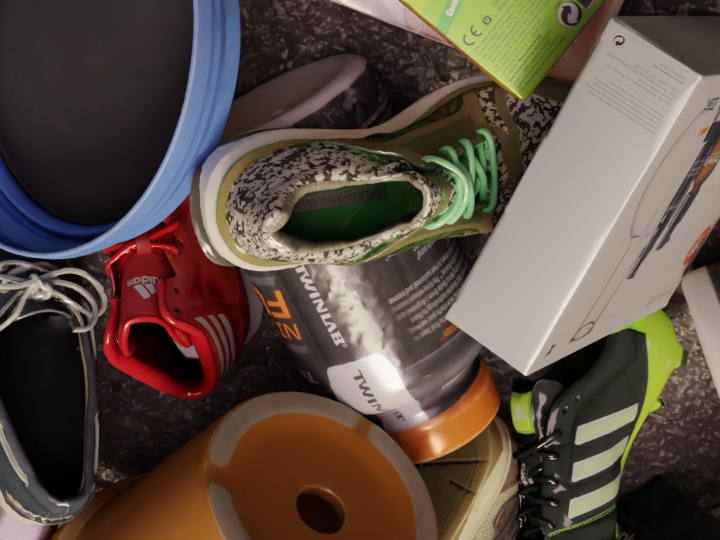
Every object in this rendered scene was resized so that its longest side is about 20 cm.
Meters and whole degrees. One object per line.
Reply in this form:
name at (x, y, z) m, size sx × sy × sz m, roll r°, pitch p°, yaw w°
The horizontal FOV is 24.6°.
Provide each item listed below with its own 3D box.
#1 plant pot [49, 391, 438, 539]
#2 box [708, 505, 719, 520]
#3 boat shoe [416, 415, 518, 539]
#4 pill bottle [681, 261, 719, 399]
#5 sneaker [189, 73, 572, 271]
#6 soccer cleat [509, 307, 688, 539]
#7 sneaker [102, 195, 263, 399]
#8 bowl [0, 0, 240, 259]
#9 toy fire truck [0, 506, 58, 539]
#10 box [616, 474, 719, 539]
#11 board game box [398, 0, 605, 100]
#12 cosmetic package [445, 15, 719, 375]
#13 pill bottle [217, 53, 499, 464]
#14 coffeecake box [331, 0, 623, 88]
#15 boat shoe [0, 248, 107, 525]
plant pot at (-0.057, 0.163, 0.833) m, size 0.200 × 0.201 × 0.183 m, roll 29°, pitch 132°, yaw -8°
box at (0.165, 0.230, 0.916) m, size 0.200 × 0.124 × 0.098 m, roll -31°, pitch 108°, yaw 15°
boat shoe at (0.048, 0.165, 0.925) m, size 0.066 × 0.072 × 0.201 m, roll 11°, pitch 118°, yaw -28°
pill bottle at (0.274, 0.023, 0.831) m, size 0.199 × 0.114 × 0.115 m, roll -20°, pitch 110°, yaw 11°
sneaker at (0.029, -0.035, 0.738) m, size 0.199 × 0.089 × 0.077 m, roll -17°, pitch 110°, yaw -16°
soccer cleat at (0.105, 0.102, 0.859) m, size 0.081 × 0.067 × 0.201 m, roll 27°, pitch 76°, yaw -24°
sneaker at (-0.105, -0.028, 0.830) m, size 0.078 × 0.116 × 0.201 m, roll -22°, pitch 109°, yaw 12°
bowl at (-0.137, -0.106, 0.785) m, size 0.200 × 0.039 × 0.202 m, roll 0°, pitch 90°, yaw 38°
toy fire truck at (-0.239, 0.063, 0.889) m, size 0.199 × 0.112 × 0.169 m, roll 23°, pitch 93°, yaw -7°
box at (0.116, 0.198, 0.866) m, size 0.200 × 0.143 × 0.036 m, roll -36°, pitch 106°, yaw -4°
board game box at (0.024, -0.174, 0.720) m, size 0.200 × 0.030 × 0.096 m, roll 38°, pitch 94°, yaw -13°
cosmetic package at (0.131, -0.041, 0.768) m, size 0.052 × 0.200 × 0.151 m, roll 37°, pitch 114°, yaw 18°
pill bottle at (0.000, 0.000, 0.841) m, size 0.106 × 0.106 × 0.201 m, roll -24°, pitch 109°, yaw 12°
coffeecake box at (0.041, -0.194, 0.777) m, size 0.199 × 0.073 × 0.154 m, roll 20°, pitch 112°, yaw -5°
boat shoe at (-0.170, 0.029, 0.841) m, size 0.075 × 0.062 × 0.201 m, roll -1°, pitch 77°, yaw -26°
